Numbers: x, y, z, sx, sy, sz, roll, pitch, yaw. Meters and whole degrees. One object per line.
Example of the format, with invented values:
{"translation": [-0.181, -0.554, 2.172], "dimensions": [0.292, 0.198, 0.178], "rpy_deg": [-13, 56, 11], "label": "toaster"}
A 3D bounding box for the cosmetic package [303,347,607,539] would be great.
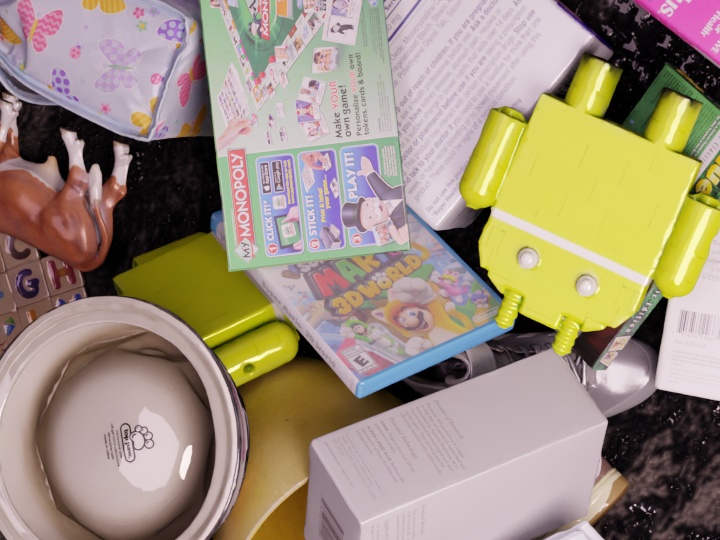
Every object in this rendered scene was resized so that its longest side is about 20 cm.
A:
{"translation": [0.066, 0.145, 1.234], "dimensions": [0.198, 0.114, 0.081], "rpy_deg": [-19, 50, -23], "label": "cosmetic package"}

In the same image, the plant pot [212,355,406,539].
{"translation": [-0.039, 0.148, 1.339], "dimensions": [0.200, 0.199, 0.142], "rpy_deg": [-46, 53, 13], "label": "plant pot"}

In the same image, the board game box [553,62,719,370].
{"translation": [0.197, -0.038, 1.272], "dimensions": [0.201, 0.023, 0.105], "rpy_deg": [-55, 52, 19], "label": "board game box"}

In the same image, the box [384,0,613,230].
{"translation": [0.054, -0.163, 1.328], "dimensions": [0.200, 0.105, 0.184], "rpy_deg": [43, 103, 11], "label": "box"}

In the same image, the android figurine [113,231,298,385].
{"translation": [-0.109, 0.022, 1.357], "dimensions": [0.199, 0.182, 0.041], "rpy_deg": [-25, 127, -18], "label": "android figurine"}

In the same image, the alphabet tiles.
{"translation": [-0.295, 0.069, 1.498], "dimensions": [0.165, 0.006, 0.202], "rpy_deg": [-17, 86, 18], "label": "alphabet tiles"}

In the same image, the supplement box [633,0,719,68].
{"translation": [0.245, -0.219, 1.269], "dimensions": [0.200, 0.103, 0.102], "rpy_deg": [40, 101, 11], "label": "supplement box"}

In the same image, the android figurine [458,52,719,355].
{"translation": [0.157, -0.042, 1.234], "dimensions": [0.181, 0.041, 0.202], "rpy_deg": [27, 100, 12], "label": "android figurine"}

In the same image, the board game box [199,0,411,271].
{"translation": [-0.040, -0.107, 1.273], "dimensions": [0.133, 0.029, 0.202], "rpy_deg": [-6, 90, 2], "label": "board game box"}

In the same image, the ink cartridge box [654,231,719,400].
{"translation": [0.287, -0.004, 1.274], "dimensions": [0.115, 0.067, 0.202], "rpy_deg": [10, 89, 17], "label": "ink cartridge box"}

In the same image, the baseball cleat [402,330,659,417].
{"translation": [0.121, 0.078, 1.314], "dimensions": [0.198, 0.106, 0.071], "rpy_deg": [-4, 86, 16], "label": "baseball cleat"}

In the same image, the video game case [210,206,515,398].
{"translation": [0.000, 0.000, 1.309], "dimensions": [0.200, 0.142, 0.018], "rpy_deg": [47, 145, 34], "label": "video game case"}

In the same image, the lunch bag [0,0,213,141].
{"translation": [-0.197, -0.180, 1.375], "dimensions": [0.199, 0.169, 0.128], "rpy_deg": [27, 103, 13], "label": "lunch bag"}

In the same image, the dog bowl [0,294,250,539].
{"translation": [-0.166, 0.120, 1.240], "dimensions": [0.198, 0.074, 0.203], "rpy_deg": [-2, 84, 16], "label": "dog bowl"}

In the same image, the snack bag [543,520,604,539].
{"translation": [0.107, 0.253, 1.292], "dimensions": [0.199, 0.189, 0.022], "rpy_deg": [-25, 54, 16], "label": "snack bag"}

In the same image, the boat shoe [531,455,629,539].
{"translation": [0.113, 0.207, 1.344], "dimensions": [0.200, 0.073, 0.065], "rpy_deg": [-41, 75, 5], "label": "boat shoe"}

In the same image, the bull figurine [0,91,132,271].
{"translation": [-0.282, -0.073, 1.457], "dimensions": [0.198, 0.065, 0.123], "rpy_deg": [23, 101, 15], "label": "bull figurine"}
